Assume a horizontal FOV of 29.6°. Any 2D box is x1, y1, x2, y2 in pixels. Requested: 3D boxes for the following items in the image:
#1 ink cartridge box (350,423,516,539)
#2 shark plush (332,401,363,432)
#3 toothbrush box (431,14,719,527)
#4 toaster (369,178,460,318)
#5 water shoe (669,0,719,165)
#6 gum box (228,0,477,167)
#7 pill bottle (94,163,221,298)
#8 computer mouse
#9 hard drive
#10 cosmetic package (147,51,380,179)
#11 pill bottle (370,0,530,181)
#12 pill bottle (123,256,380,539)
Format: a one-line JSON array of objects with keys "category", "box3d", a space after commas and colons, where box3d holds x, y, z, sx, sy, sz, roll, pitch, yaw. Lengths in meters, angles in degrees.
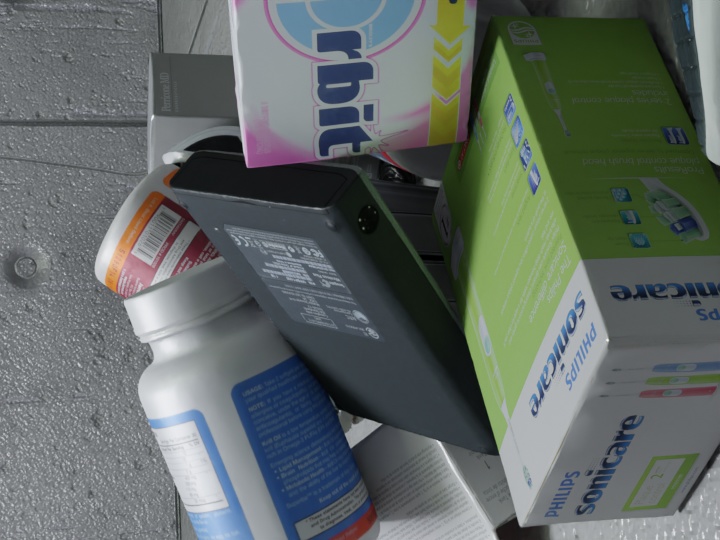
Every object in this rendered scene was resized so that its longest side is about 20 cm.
[{"category": "ink cartridge box", "box3d": [0.044, 0.191, 0.897, 0.177, 0.045, 0.200, 59, 140, 11]}, {"category": "shark plush", "box3d": [-0.037, 0.036, 1.125, 0.201, 0.083, 0.091, 67, 166, -16]}, {"category": "toothbrush box", "box3d": [0.106, -0.003, 0.653, 0.146, 0.085, 0.201, 104, 161, -47]}, {"category": "toaster", "box3d": [0.000, 0.000, 0.936, 0.200, 0.128, 0.115, -12, 78, 60]}, {"category": "water shoe", "box3d": [0.155, -0.106, 0.494, 0.200, 0.078, 0.072, 64, -162, -58]}, {"category": "gum box", "box3d": [-0.006, -0.140, 0.635, 0.201, 0.112, 0.066, 90, 172, -46]}, {"category": "pill bottle", "box3d": [-0.096, 0.013, 1.057, 0.110, 0.199, 0.110, -57, -4, -6]}, {"category": "computer mouse", "box3d": [-0.058, -0.084, 1.095, 0.110, 0.198, 0.044, 139, 143, -77]}, {"category": "hard drive", "box3d": [-0.006, 0.020, 0.755, 0.139, 0.033, 0.200, 10, 144, 46]}, {"category": "cosmetic package", "box3d": [-0.085, -0.125, 1.173, 0.107, 0.198, 0.091, -105, 22, -49]}, {"category": "pill bottle", "box3d": [0.012, -0.136, 0.861, 0.200, 0.119, 0.121, 31, 122, 56]}, {"category": "pill bottle", "box3d": [-0.072, 0.095, 0.857, 0.112, 0.112, 0.201, -179, 67, -76]}]
